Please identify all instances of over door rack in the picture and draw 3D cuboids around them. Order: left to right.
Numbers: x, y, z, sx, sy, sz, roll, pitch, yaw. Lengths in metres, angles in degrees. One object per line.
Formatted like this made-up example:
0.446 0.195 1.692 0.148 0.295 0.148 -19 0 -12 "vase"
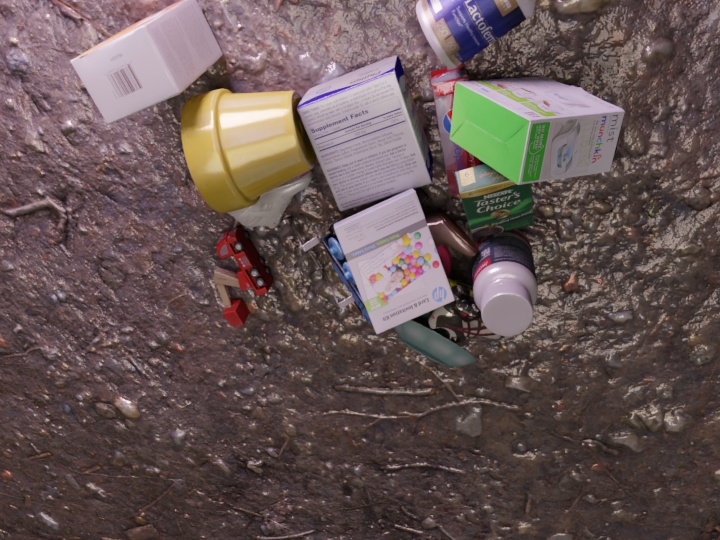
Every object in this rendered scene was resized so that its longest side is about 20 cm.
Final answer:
-0.101 -0.012 1.179 0.066 0.199 0.150 -36 116 -10 "over door rack"

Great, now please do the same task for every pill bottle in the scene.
0.189 -0.406 0.911 0.197 0.117 0.117 -29 114 26 "pill bottle"
0.262 0.019 1.117 0.115 0.202 0.123 4 123 7 "pill bottle"

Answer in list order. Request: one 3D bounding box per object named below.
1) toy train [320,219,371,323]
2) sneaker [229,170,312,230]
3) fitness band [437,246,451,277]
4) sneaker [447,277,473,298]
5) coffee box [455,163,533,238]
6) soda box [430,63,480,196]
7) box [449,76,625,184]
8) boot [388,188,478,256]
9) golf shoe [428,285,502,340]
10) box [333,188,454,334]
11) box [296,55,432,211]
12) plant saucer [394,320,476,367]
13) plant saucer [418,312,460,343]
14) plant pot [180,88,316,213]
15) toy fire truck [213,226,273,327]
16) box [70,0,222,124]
0.000 0.000 1.159 0.202 0.086 0.115 55 161 9 "toy train"
-0.165 -0.142 1.188 0.195 0.076 0.100 -21 131 26 "sneaker"
0.087 -0.006 1.235 0.194 0.038 0.147 -12 119 17 "fitness band"
0.159 0.056 1.194 0.195 0.074 0.086 17 106 -33 "sneaker"
0.235 -0.122 1.057 0.119 0.045 0.200 -12 158 12 "coffee box"
0.166 -0.238 1.049 0.061 0.071 0.205 -9 121 10 "soda box"
0.260 -0.222 0.928 0.171 0.201 0.100 -10 123 -22 "box"
0.106 -0.056 1.149 0.147 0.070 0.201 -47 73 15 "boot"
0.205 0.094 1.171 0.088 0.079 0.198 -40 136 21 "golf shoe"
0.058 -0.014 1.056 0.152 0.041 0.205 -22 105 2 "box"
0.014 -0.235 1.061 0.178 0.106 0.204 -14 120 18 "box"
0.140 0.153 1.244 0.197 0.201 0.040 30 80 -9 "plant saucer"
0.127 0.091 1.239 0.199 0.069 0.019 42 81 -36 "plant saucer"
-0.181 -0.221 1.056 0.183 0.203 0.206 -12 120 11 "plant pot"
-0.265 0.016 1.310 0.137 0.049 0.203 -18 117 21 "toy fire truck"
-0.340 -0.348 0.999 0.148 0.202 0.108 -15 121 20 "box"
